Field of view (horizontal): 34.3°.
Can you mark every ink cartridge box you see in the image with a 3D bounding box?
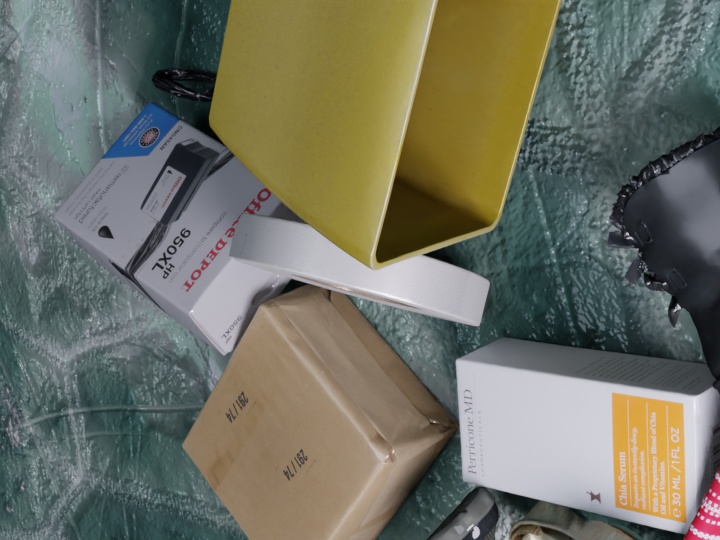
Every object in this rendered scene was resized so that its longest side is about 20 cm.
[{"bbox_3d":[-0.155,-0.041,1.053,0.199,0.084,0.145,31,76,32],"label":"ink cartridge box"}]

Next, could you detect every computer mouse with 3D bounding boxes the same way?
[{"bbox_3d":[-0.119,-0.139,1.065,0.199,0.058,0.034,32,138,34],"label":"computer mouse"}]

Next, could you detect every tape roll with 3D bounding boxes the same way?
[{"bbox_3d":[0.000,0.000,0.894,0.201,0.202,0.038,14,87,39],"label":"tape roll"}]

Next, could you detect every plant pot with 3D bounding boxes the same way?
[{"bbox_3d":[0.008,-0.140,0.823,0.174,0.199,0.203,23,111,25],"label":"plant pot"}]

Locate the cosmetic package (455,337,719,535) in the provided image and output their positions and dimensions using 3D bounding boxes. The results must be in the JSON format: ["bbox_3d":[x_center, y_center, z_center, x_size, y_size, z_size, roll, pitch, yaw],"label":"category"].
[{"bbox_3d":[0.170,0.116,0.856,0.198,0.071,0.103,5,104,42],"label":"cosmetic package"}]

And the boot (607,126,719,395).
[{"bbox_3d":[0.263,-0.022,0.742,0.198,0.073,0.164,-40,68,38],"label":"boot"}]

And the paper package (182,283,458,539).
[{"bbox_3d":[-0.042,0.144,1.033,0.191,0.103,0.201,49,129,24],"label":"paper package"}]

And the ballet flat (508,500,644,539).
[{"bbox_3d":[0.158,0.212,0.833,0.068,0.062,0.200,64,170,-4],"label":"ballet flat"}]

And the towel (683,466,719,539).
[{"bbox_3d":[0.287,0.178,0.754,0.142,0.023,0.203,18,117,4],"label":"towel"}]

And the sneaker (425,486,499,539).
[{"bbox_3d":[0.096,0.252,0.936,0.114,0.076,0.201,40,145,18],"label":"sneaker"}]
